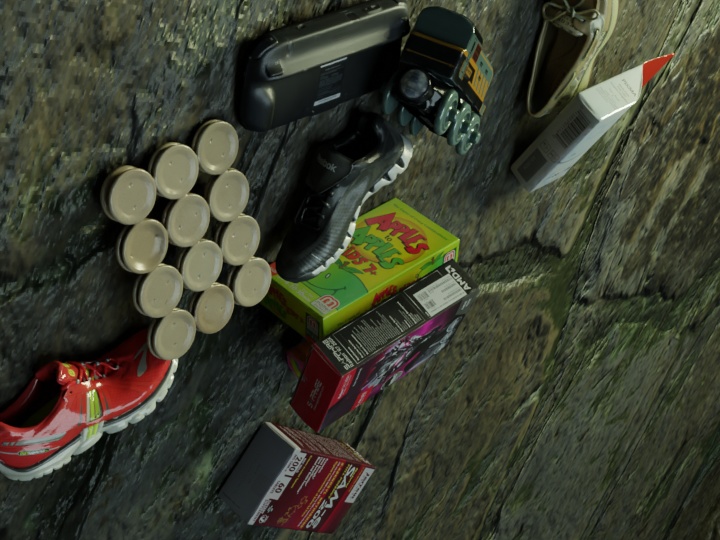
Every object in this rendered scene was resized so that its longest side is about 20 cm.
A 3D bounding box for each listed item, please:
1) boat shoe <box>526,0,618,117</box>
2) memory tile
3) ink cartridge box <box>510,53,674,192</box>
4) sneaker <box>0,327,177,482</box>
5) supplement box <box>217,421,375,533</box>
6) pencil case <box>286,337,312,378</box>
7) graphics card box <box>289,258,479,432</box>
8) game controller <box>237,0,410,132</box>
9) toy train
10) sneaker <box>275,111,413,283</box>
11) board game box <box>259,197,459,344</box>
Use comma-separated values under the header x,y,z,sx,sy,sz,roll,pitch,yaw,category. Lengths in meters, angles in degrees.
x,y,z,sx,sy,sz,roll,pitch,yaw,category
0.240,-0.265,1.357,0.063,0.073,0.200,-29,141,-38,boat shoe
-0.155,-0.026,1.080,0.153,0.017,0.200,-37,132,-35,memory tile
0.300,-0.184,1.474,0.200,0.047,0.160,-25,164,-36,ink cartridge box
-0.251,0.109,1.075,0.200,0.077,0.085,-39,135,-27,sneaker
-0.074,0.257,1.447,0.109,0.061,0.200,-57,148,4,supplement box
0.009,0.061,1.345,0.200,0.088,0.088,-42,146,-14,pencil case
0.025,0.078,1.238,0.200,0.051,0.126,-31,158,-32,graphics card box
-0.033,-0.195,1.115,0.200,0.042,0.104,-26,152,-36,game controller
0.087,-0.190,1.200,0.114,0.085,0.200,-66,163,2,toy train
-0.029,-0.081,1.193,0.200,0.066,0.091,-52,145,-11,sneaker
0.000,0.000,1.266,0.200,0.102,0.048,-30,139,-33,board game box
